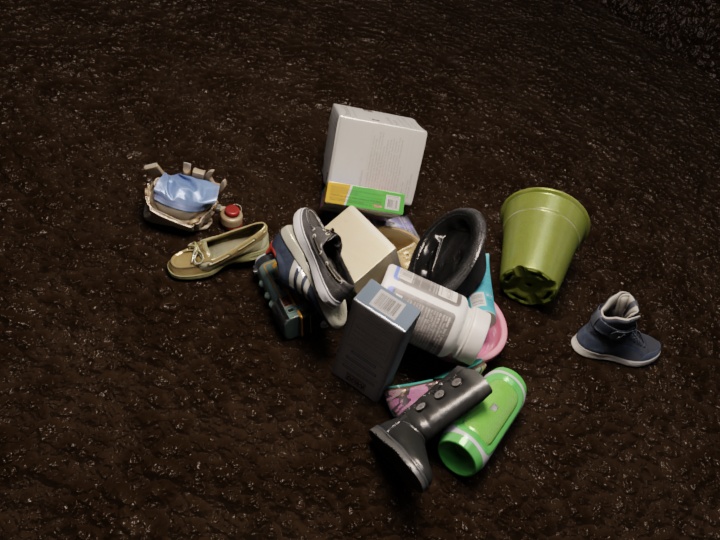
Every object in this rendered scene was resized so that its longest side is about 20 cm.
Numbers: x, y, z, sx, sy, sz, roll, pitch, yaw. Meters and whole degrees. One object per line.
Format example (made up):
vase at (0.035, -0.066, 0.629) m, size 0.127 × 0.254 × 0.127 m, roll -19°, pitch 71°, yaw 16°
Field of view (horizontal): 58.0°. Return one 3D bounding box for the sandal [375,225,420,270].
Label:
sandal at (0.100, -0.024, 1.324) m, size 0.208 × 0.078 × 0.071 m, roll 19°, pitch 47°, yaw -24°

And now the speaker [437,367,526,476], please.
speaker at (0.209, 0.252, 1.102) m, size 0.088 × 0.089 × 0.200 m, roll 35°, pitch 46°, yaw 16°

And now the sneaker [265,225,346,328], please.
sneaker at (-0.098, 0.024, 1.133) m, size 0.202 × 0.084 × 0.075 m, roll 60°, pitch 24°, yaw 15°

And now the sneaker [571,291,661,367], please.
sneaker at (0.544, 0.118, 1.304) m, size 0.198 × 0.148 × 0.078 m, roll 6°, pitch 43°, yaw -15°

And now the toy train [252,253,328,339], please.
toy train at (-0.125, 0.034, 1.208) m, size 0.112 × 0.086 × 0.201 m, roll -19°, pitch 54°, yaw -21°

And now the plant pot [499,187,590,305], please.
plant pot at (0.375, -0.038, 1.385) m, size 0.197 × 0.201 × 0.192 m, roll 22°, pitch 55°, yaw 4°

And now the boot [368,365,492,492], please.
boot at (0.129, 0.239, 1.020) m, size 0.198 × 0.067 × 0.164 m, roll -28°, pitch 26°, yaw -17°

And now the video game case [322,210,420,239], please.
video game case at (0.021, -0.098, 1.393) m, size 0.196 × 0.019 × 0.143 m, roll 8°, pitch 24°, yaw -12°

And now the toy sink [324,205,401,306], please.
toy sink at (0.000, 0.000, 1.240) m, size 0.112 × 0.201 × 0.130 m, roll -39°, pitch 63°, yaw -10°

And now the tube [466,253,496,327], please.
tube at (0.230, 0.027, 1.286) m, size 0.076 × 0.051 × 0.202 m, roll 7°, pitch 41°, yaw -5°

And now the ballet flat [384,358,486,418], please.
ballet flat at (0.137, 0.213, 1.134) m, size 0.196 × 0.069 × 0.073 m, roll -14°, pitch 83°, yaw -20°

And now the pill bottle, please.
pill bottle at (0.119, 0.080, 1.131) m, size 0.197 × 0.115 × 0.115 m, roll 24°, pitch 44°, yaw 2°

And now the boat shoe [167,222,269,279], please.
boat shoe at (-0.268, -0.041, 1.226) m, size 0.197 × 0.064 × 0.074 m, roll -15°, pitch 49°, yaw -16°

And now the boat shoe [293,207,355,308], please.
boat shoe at (-0.058, -0.036, 1.101) m, size 0.069 × 0.066 × 0.203 m, roll 26°, pitch 36°, yaw -46°

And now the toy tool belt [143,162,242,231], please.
toy tool belt at (-0.325, -0.146, 1.281) m, size 0.196 × 0.124 × 0.126 m, roll 8°, pitch 45°, yaw -12°

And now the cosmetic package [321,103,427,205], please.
cosmetic package at (0.024, -0.260, 1.449) m, size 0.196 × 0.168 × 0.165 m, roll 8°, pitch 21°, yaw -11°

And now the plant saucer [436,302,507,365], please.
plant saucer at (0.184, 0.106, 1.261) m, size 0.196 × 0.051 × 0.203 m, roll 10°, pitch 45°, yaw -10°

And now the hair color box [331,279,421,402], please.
hair color box at (0.023, 0.121, 1.081) m, size 0.098 × 0.202 × 0.061 m, roll 31°, pitch 46°, yaw 14°

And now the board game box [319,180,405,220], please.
board game box at (-0.002, -0.136, 1.301) m, size 0.150 × 0.041 × 0.200 m, roll 9°, pitch 0°, yaw -8°

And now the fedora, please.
fedora at (0.183, -0.016, 1.251) m, size 0.091 × 0.199 × 0.203 m, roll 37°, pitch 34°, yaw -33°
